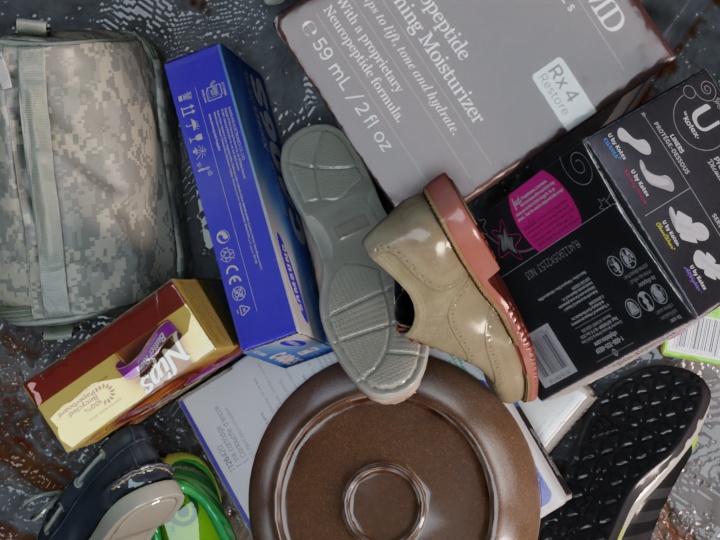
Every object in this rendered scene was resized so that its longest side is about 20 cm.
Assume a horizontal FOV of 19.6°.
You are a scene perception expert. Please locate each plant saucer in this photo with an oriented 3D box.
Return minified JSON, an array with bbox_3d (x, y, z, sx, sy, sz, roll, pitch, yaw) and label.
[{"bbox_3d":[0.018,0.153,1.363,0.198,0.032,0.202,0,88,13],"label":"plant saucer"}]

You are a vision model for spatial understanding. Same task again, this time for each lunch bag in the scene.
[{"bbox_3d":[-0.193,-0.063,1.367,0.138,0.168,0.202,-5,95,2],"label":"lunch bag"}]

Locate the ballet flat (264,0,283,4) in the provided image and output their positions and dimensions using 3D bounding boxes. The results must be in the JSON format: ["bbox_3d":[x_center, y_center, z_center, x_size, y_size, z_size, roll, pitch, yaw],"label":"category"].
[{"bbox_3d":[-0.081,-0.220,1.406,0.198,0.068,0.073,10,116,1],"label":"ballet flat"}]

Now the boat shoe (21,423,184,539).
[{"bbox_3d":[-0.182,0.166,1.400,0.074,0.200,0.062,-13,69,-31],"label":"boat shoe"}]

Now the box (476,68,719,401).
[{"bbox_3d":[0.167,-0.018,1.324,0.114,0.200,0.133,-31,86,-29],"label":"box"}]

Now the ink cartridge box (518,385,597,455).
[{"bbox_3d":[0.038,0.082,1.444,0.200,0.050,0.162,42,96,16],"label":"ink cartridge box"}]

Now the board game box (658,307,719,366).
[{"bbox_3d":[0.311,0.029,1.426,0.198,0.030,0.096,11,93,4],"label":"board game box"}]

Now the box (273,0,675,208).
[{"bbox_3d":[0.070,-0.148,1.350,0.199,0.164,0.166,-34,93,5],"label":"box"}]

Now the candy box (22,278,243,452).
[{"bbox_3d":[-0.136,0.058,1.358,0.116,0.200,0.057,-34,85,5],"label":"candy box"}]

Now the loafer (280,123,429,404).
[{"bbox_3d":[0.000,0.000,1.369,0.071,0.063,0.201,-18,66,-3],"label":"loafer"}]

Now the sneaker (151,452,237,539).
[{"bbox_3d":[-0.103,0.225,1.431,0.074,0.084,0.201,-25,94,4],"label":"sneaker"}]

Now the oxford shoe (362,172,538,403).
[{"bbox_3d":[0.056,0.022,1.298,0.074,0.071,0.201,-28,133,1],"label":"oxford shoe"}]

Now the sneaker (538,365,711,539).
[{"bbox_3d":[0.173,0.156,1.429,0.071,0.083,0.201,29,75,29],"label":"sneaker"}]

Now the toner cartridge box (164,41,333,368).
[{"bbox_3d":[-0.071,-0.041,1.372,0.043,0.095,0.202,-19,77,13],"label":"toner cartridge box"}]

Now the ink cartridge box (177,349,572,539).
[{"bbox_3d":[0.009,0.119,1.403,0.199,0.047,0.199,-32,80,13],"label":"ink cartridge box"}]
